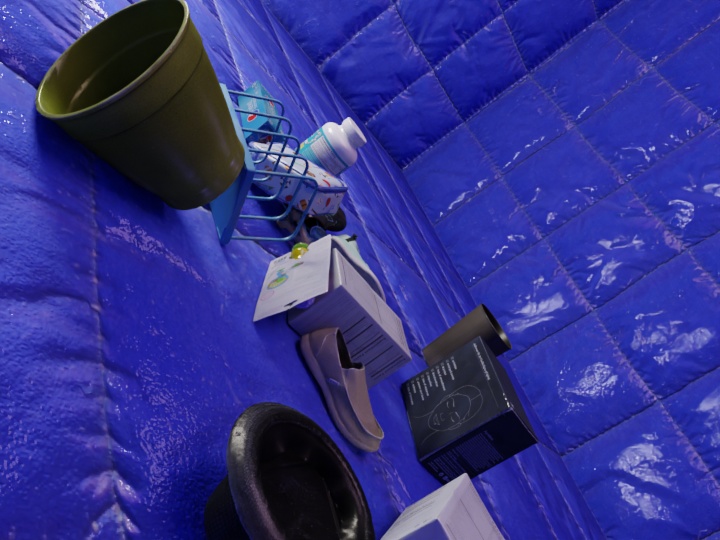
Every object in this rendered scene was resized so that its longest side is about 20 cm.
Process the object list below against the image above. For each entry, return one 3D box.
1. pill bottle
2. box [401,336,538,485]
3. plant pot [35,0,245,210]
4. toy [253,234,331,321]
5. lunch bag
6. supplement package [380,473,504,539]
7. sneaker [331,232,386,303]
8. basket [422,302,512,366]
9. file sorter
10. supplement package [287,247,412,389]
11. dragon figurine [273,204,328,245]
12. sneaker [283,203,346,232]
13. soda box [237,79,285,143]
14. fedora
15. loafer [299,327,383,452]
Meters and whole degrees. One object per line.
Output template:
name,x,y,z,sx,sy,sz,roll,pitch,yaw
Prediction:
pill bottle,-0.083,-0.263,1.344,0.111,0.199,0.111,50,14,-18
box,0.202,0.271,1.126,0.124,0.195,0.201,47,17,-29
plant pot,-0.240,-0.184,0.710,0.194,0.198,0.202,57,8,-48
toy,-0.091,0.019,0.885,0.201,0.113,0.048,-95,160,-61
lunch bag,-0.128,-0.185,1.134,0.199,0.076,0.160,36,23,17
supplement package,0.104,0.360,0.745,0.115,0.109,0.200,59,15,14
sneaker,0.000,-0.001,1.289,0.202,0.073,0.118,54,20,0
basket,0.272,0.198,1.514,0.137,0.199,0.180,60,14,21
file sorter,-0.161,-0.159,0.895,0.121,0.140,0.202,2,48,-33
supplement package,-0.019,0.086,0.971,0.200,0.109,0.114,48,16,-29
dragon figurine,-0.089,-0.046,1.135,0.200,0.058,0.100,41,21,-43
sneaker,-0.094,-0.108,1.261,0.199,0.075,0.080,19,48,-54
soda box,-0.227,-0.346,1.320,0.064,0.067,0.202,44,18,-41
fedora,-0.072,0.220,0.529,0.201,0.091,0.201,51,15,-19
loafer,-0.019,0.172,0.865,0.202,0.068,0.076,58,14,7
